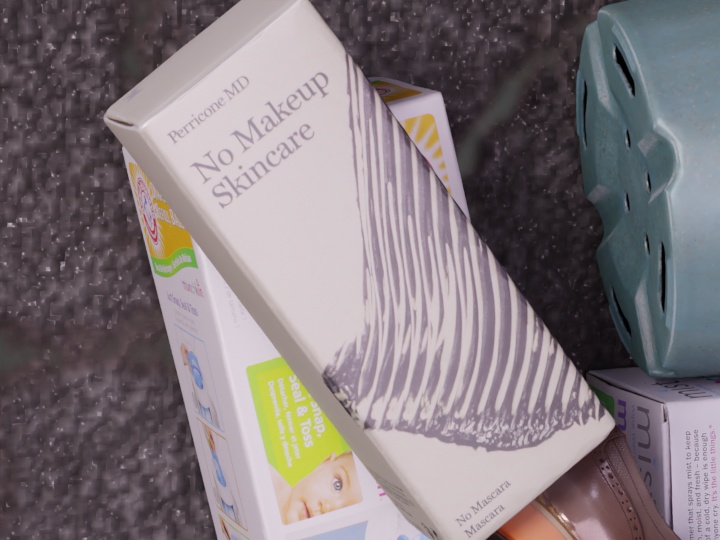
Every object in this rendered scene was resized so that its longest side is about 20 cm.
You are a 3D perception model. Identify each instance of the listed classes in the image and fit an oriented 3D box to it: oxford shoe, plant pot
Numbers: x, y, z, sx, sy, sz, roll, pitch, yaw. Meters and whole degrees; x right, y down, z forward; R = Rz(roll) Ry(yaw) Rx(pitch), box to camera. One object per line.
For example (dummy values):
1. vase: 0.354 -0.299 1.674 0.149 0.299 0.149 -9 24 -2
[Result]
1. oxford shoe: 0.126 0.148 1.135 0.073 0.071 0.200 -41 111 -17
2. plant pot: 0.196 -0.045 1.179 0.195 0.200 0.202 -9 99 -7

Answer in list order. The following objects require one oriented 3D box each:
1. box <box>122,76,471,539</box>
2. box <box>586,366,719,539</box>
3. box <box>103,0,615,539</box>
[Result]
1. box: -0.011 0.034 1.162 0.112 0.101 0.201 -16 101 -14
2. box: 0.192 0.139 1.238 0.175 0.097 0.202 -5 98 -15
3. box: 0.000 0.000 1.071 0.082 0.068 0.200 -40 106 -7
